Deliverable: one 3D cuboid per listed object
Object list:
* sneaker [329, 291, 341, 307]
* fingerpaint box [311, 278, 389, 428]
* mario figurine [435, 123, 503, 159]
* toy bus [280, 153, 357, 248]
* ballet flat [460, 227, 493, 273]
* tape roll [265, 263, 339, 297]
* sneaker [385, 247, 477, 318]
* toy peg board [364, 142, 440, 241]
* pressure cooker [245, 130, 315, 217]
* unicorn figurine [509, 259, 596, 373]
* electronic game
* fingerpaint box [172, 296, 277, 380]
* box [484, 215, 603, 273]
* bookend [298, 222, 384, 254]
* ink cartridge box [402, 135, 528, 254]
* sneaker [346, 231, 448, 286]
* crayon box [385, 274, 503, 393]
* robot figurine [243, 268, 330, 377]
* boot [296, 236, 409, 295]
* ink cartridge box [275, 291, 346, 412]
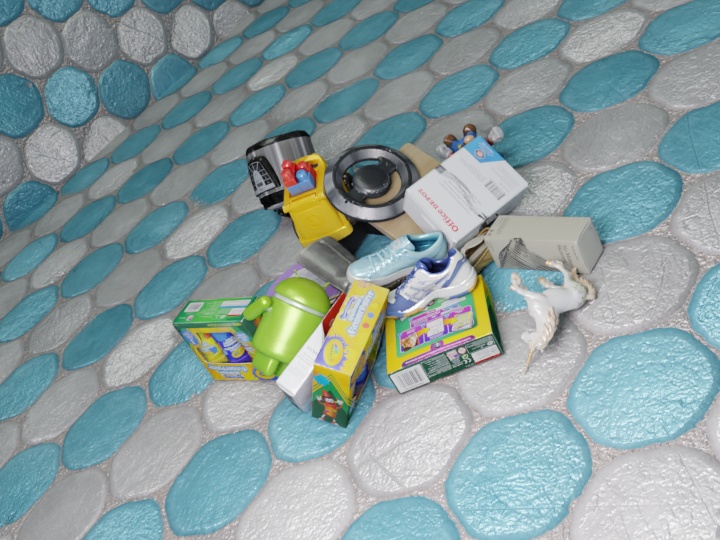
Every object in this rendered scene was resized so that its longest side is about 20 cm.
[{"bbox_3d":[-0.028,0.083,1.711,0.200,0.079,0.079,-44,28,-20],"label":"sneaker"},{"bbox_3d":[-0.017,0.147,1.527,0.073,0.167,0.201,17,49,11],"label":"fingerpaint box"},{"bbox_3d":[0.244,-0.287,1.939,0.124,0.105,0.200,-63,19,17],"label":"mario figurine"},{"bbox_3d":[-0.104,-0.178,1.846,0.135,0.192,0.201,-19,41,20],"label":"toy bus"},{"bbox_3d":[0.193,-0.008,1.654,0.200,0.063,0.068,-44,37,-17],"label":"ballet flat"},{"bbox_3d":[-0.105,0.057,1.825,0.199,0.066,0.201,-22,35,16],"label":"tape roll"},{"bbox_3d":[0.109,0.018,1.567,0.199,0.088,0.075,-23,28,19],"label":"sneaker"},{"bbox_3d":[0.108,-0.131,1.804,0.199,0.098,0.200,37,69,28],"label":"toy peg board"},{"bbox_3d":[-0.180,-0.233,2.160,0.178,0.201,0.176,-17,2,6],"label":"pressure cooker"},{"bbox_3d":[0.312,0.056,1.446,0.199,0.074,0.138,-30,51,-11],"label":"unicorn figurine"},{"bbox_3d":[0.023,-0.180,1.764,0.198,0.042,0.201,1,56,-2],"label":"electronic game"},{"bbox_3d":[-0.252,0.140,1.730,0.199,0.167,0.074,-4,40,36],"label":"fingerpaint box"},{"bbox_3d":[0.332,-0.049,1.575,0.199,0.082,0.068,4,46,45],"label":"box"},{"bbox_3d":[0.003,-0.102,1.917,0.199,0.092,0.199,9,55,41],"label":"bookend"},{"bbox_3d":[0.203,-0.144,1.691,0.200,0.084,0.145,-37,74,-17],"label":"ink cartridge box"},{"bbox_3d":[0.066,-0.033,1.615,0.199,0.082,0.074,-17,46,-10],"label":"sneaker"},{"bbox_3d":[0.144,0.112,1.542,0.199,0.058,0.173,-23,30,15],"label":"crayon box"},{"bbox_3d":[-0.127,0.102,1.601,0.116,0.175,0.201,20,87,60],"label":"robot figurine"},{"bbox_3d":[0.001,-0.002,1.696,0.181,0.073,0.200,-20,40,-37],"label":"boot"},{"bbox_3d":[-0.065,0.152,1.556,0.057,0.163,0.200,38,78,17],"label":"ink cartridge box"}]
